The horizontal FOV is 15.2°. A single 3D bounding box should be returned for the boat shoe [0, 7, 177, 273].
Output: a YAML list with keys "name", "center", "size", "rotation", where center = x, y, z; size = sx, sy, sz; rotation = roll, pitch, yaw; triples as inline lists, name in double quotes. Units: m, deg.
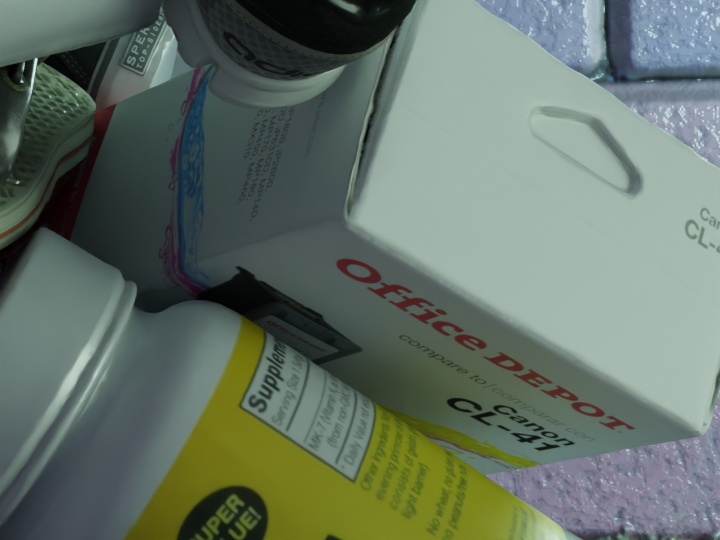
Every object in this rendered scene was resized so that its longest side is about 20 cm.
- name: "boat shoe"
  center: [-0.109, -0.036, 0.968]
  size: [0.200, 0.056, 0.069]
  rotation: [113, -3, -53]

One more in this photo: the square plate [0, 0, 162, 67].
- name: "square plate"
  center: [-0.112, -0.138, 0.609]
  size: [0.200, 0.028, 0.199]
  rotation: [-28, 108, -59]

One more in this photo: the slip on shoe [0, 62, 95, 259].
- name: "slip on shoe"
  center: [-0.129, -0.020, 0.781]
  size: [0.061, 0.074, 0.200]
  rotation: [-61, 178, 16]

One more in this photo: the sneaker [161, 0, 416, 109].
- name: "sneaker"
  center: [-0.022, -0.142, 0.688]
  size: [0.087, 0.073, 0.201]
  rotation: [4, -76, 63]

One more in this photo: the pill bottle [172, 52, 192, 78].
- name: "pill bottle"
  center: [-0.066, -0.111, 1.177]
  size: [0.200, 0.115, 0.116]
  rotation: [-84, 172, -51]

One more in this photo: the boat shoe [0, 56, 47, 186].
- name: "boat shoe"
  center: [-0.115, -0.077, 0.758]
  size: [0.073, 0.065, 0.200]
  rotation: [-45, -160, 25]

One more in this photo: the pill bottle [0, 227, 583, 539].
- name: "pill bottle"
  center: [-0.034, 0.081, 0.772]
  size: [0.115, 0.200, 0.114]
  rotation: [-54, -170, 14]

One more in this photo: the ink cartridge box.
- name: "ink cartridge box"
  center: [0.000, 0.000, 0.836]
  size: [0.200, 0.147, 0.086]
  rotation: [-15, -129, 53]
